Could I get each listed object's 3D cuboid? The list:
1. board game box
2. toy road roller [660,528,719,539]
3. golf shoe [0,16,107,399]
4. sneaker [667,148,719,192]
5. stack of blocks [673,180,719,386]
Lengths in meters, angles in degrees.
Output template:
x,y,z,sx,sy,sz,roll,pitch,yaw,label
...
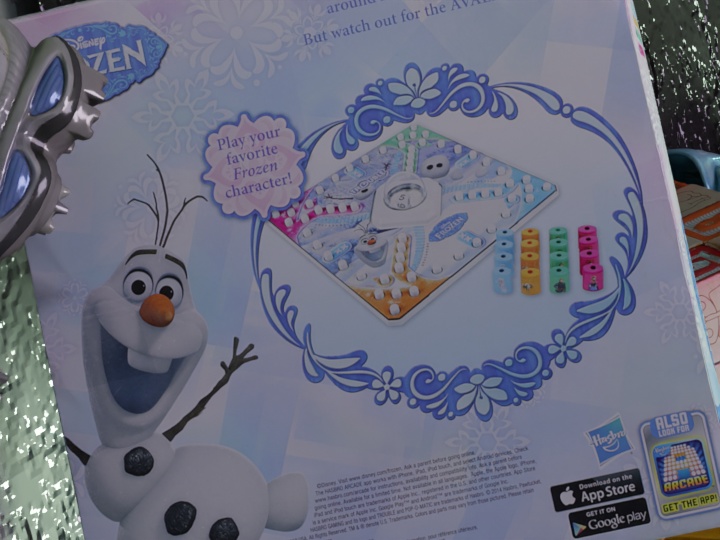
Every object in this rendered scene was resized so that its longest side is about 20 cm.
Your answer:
x,y,z,sx,sy,sz,roll,pitch,yaw,label
0.000,0.000,0.853,0.043,0.200,0.199,11,66,-81,board game box
0.192,0.135,1.217,0.146,0.123,0.200,66,34,-44,toy road roller
-0.146,0.010,0.781,0.097,0.078,0.200,25,61,-24,golf shoe
0.167,-0.028,1.249,0.200,0.074,0.082,-48,127,-51,sneaker
0.070,0.014,0.980,0.115,0.200,0.059,-23,109,-17,stack of blocks
